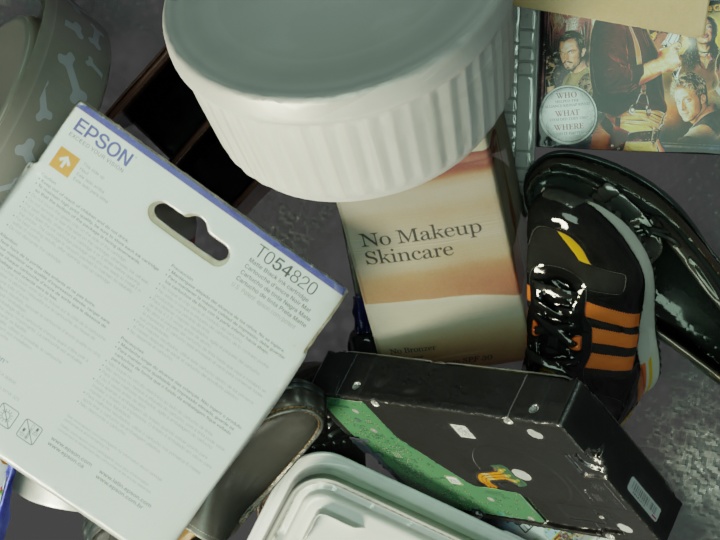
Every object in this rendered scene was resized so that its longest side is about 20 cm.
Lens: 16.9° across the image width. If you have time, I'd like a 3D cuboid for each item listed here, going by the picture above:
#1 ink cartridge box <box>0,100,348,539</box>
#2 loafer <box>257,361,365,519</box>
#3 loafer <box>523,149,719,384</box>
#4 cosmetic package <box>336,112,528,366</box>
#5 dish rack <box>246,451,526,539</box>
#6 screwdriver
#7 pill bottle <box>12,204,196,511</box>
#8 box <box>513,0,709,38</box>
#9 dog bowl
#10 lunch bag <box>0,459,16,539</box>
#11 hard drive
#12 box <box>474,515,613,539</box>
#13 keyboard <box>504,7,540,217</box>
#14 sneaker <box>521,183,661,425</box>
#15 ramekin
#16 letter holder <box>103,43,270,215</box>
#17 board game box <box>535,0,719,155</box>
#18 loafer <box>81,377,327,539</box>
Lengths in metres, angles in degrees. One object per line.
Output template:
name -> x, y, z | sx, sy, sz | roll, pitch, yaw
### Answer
ink cartridge box -> -0.141, 0.035, 1.413 | 0.199, 0.041, 0.201 | 36, 94, -9
loafer -> -0.031, 0.149, 1.569 | 0.072, 0.071, 0.202 | -1, 106, -20
loafer -> 0.182, 0.002, 1.490 | 0.200, 0.063, 0.072 | 38, 115, -5
cosmetic package -> 0.043, -0.040, 1.460 | 0.102, 0.088, 0.201 | -8, 130, 11
dish rack -> 0.014, 0.224, 1.523 | 0.199, 0.044, 0.173 | 25, 104, -7
screwdriver -> 0.000, 0.000, 1.535 | 0.029, 0.028, 0.202 | -14, 110, -22
pill bottle -> -0.172, 0.046, 1.547 | 0.111, 0.112, 0.202 | 11, 101, 8
box -> 0.134, -0.246, 1.385 | 0.162, 0.021, 0.202 | 11, 102, 13
dog bowl -> -0.224, -0.086, 1.499 | 0.058, 0.200, 0.201 | 29, 105, -23
lunch bag -> -0.313, 0.121, 1.546 | 0.199, 0.124, 0.171 | 29, 127, 12
hard drive -> 0.081, 0.106, 1.466 | 0.199, 0.038, 0.140 | 3, 147, 42
box -> 0.093, 0.217, 1.567 | 0.200, 0.035, 0.110 | -43, 90, 14
keyboard -> 0.085, -0.135, 1.516 | 0.056, 0.011, 0.202 | 7, 101, 28
sneaker -> 0.129, 0.039, 1.443 | 0.070, 0.201, 0.090 | 20, 59, 29
ramekin -> -0.004, -0.125, 1.345 | 0.201, 0.203, 0.095 | -6, 133, 11
letter holder -> -0.059, -0.125, 1.483 | 0.101, 0.142, 0.200 | 44, 103, 1
board game box -> 0.209, -0.140, 1.488 | 0.198, 0.035, 0.137 | 2, 99, 10
loafer -> -0.090, 0.141, 1.487 | 0.073, 0.073, 0.200 | 26, 125, -35
